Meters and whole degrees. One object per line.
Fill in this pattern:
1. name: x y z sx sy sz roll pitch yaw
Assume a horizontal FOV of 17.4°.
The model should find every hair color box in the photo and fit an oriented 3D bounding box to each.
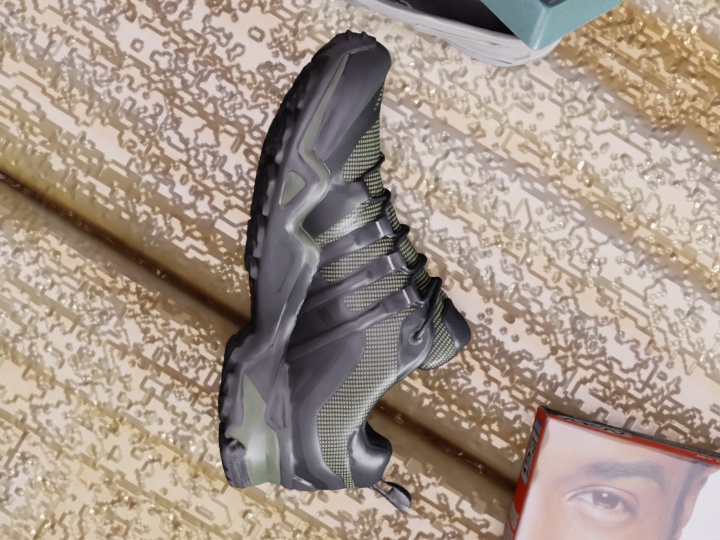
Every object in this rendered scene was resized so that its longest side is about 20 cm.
1. hair color box: 0.103 0.169 1.000 0.110 0.064 0.201 14 91 1

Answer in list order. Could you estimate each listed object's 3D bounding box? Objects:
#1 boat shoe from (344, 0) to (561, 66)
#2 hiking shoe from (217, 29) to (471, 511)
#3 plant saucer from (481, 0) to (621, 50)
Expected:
1. boat shoe: -0.002 -0.146 0.987 0.200 0.066 0.072 33 93 0
2. hiking shoe: 0.000 0.000 0.998 0.100 0.076 0.201 10 102 -8
3. plant saucer: 0.024 -0.173 0.967 0.200 0.070 0.019 47 134 11
